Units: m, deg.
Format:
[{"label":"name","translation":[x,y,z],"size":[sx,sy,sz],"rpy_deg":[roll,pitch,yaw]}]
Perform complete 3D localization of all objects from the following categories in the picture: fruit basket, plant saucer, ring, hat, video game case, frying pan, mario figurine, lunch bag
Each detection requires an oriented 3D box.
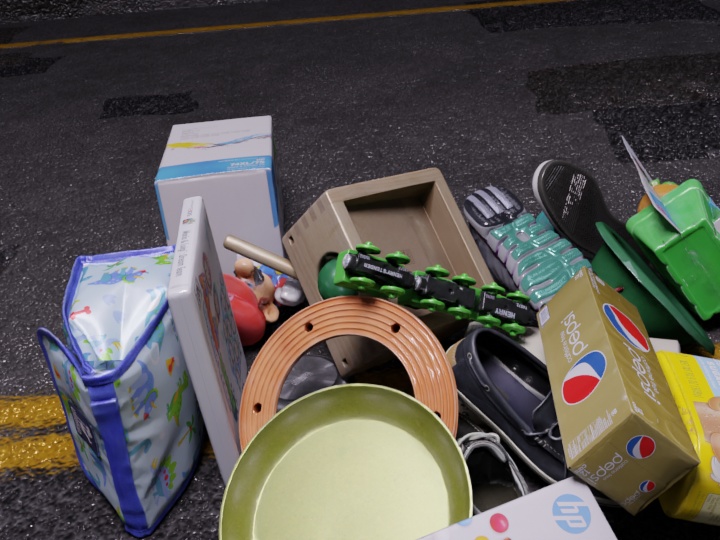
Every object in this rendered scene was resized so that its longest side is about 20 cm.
[{"label":"fruit basket","translation":[0.360,-0.050,0.920],"size":[0.093,0.186,0.201],"rpy_deg":[-32,20,27]},{"label":"plant saucer","translation":[-0.011,0.184,0.631],"size":[0.196,0.031,0.203],"rpy_deg":[-9,55,13]},{"label":"ring","translation":[-0.012,0.120,0.703],"size":[0.197,0.019,0.204],"rpy_deg":[-7,70,21]},{"label":"hat","translation":[0.236,0.065,0.863],"size":[0.176,0.165,0.201],"rpy_deg":[-44,16,17]},{"label":"video game case","translation":[-0.134,0.060,0.761],"size":[0.023,0.203,0.183],"rpy_deg":[-11,29,-1]},{"label":"frying pan","translation":[-0.044,0.133,0.800],"size":[0.113,0.031,0.190],"rpy_deg":[-15,28,-17]},{"label":"mario figurine","translation":[-0.099,0.003,0.946],"size":[0.123,0.107,0.199],"rpy_deg":[-40,-5,39]},{"label":"lunch bag","translation":[-0.201,0.100,0.731],"size":[0.125,0.173,0.201],"rpy_deg":[-9,31,-6]}]

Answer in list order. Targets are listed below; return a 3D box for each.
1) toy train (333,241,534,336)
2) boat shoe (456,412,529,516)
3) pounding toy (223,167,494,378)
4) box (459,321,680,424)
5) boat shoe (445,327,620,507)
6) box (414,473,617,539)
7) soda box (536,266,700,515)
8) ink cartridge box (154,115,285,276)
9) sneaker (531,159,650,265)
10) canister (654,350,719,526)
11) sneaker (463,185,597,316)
[{"label":"toy train","translation":[0.067,0.020,0.748],"size":[0.197,0.043,0.056],"rpy_deg":[17,-16,-23]},{"label":"boat shoe","translation":[0.100,0.164,0.672],"size":[0.071,0.072,0.200],"rpy_deg":[-13,30,-14]},{"label":"pounding toy","translation":[0.000,0.000,0.846],"size":[0.198,0.187,0.142],"rpy_deg":[-16,-15,-38]},{"label":"box","translation":[0.190,0.103,0.771],"size":[0.196,0.069,0.082],"rpy_deg":[6,30,17]},{"label":"boat shoe","translation":[0.156,0.120,0.692],"size":[0.199,0.063,0.075],"rpy_deg":[38,51,12]},{"label":"box","translation":[0.089,0.235,0.517],"size":[0.197,0.041,0.157],"rpy_deg":[-14,58,-19]},{"label":"soda box","translation":[0.189,0.083,0.639],"size":[0.067,0.064,0.201],"rpy_deg":[35,27,-14]},{"label":"ink cartridge box","translation":[-0.178,-0.098,1.104],"size":[0.143,0.149,0.201],"rpy_deg":[-7,30,-3]},{"label":"sneaker","translation":[0.238,-0.061,0.970],"size":[0.120,0.199,0.084],"rpy_deg":[13,69,58]},{"label":"canister","translation":[0.323,0.136,0.630],"size":[0.196,0.088,0.149],"rpy_deg":[10,31,0]},{"label":"sneaker","translation":[0.172,0.005,0.835],"size":[0.073,0.088,0.201],"rpy_deg":[-21,51,-12]}]
